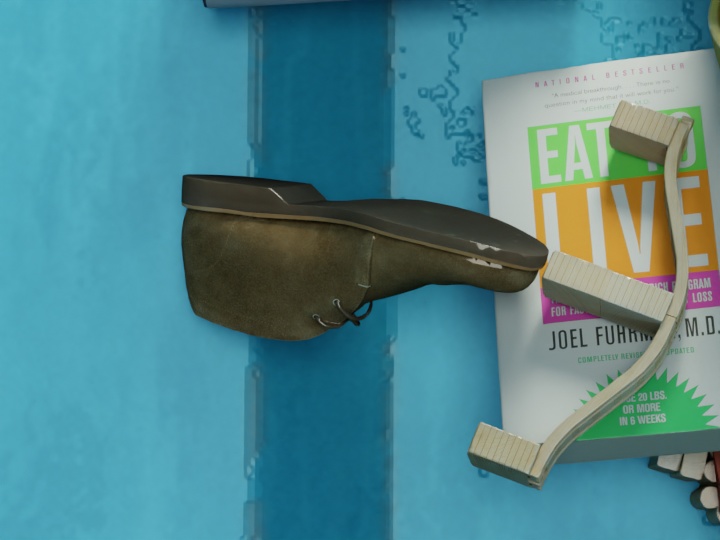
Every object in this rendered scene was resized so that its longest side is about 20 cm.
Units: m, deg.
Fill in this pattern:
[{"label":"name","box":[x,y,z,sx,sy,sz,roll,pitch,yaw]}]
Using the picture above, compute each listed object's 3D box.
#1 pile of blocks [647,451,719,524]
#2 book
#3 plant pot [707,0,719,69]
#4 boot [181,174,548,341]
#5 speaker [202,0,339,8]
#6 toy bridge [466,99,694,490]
[{"label":"pile of blocks","box":[0.182,0.086,1.289,0.082,0.062,0.200,-40,86,-3]},{"label":"book","box":[0.130,-0.006,1.278,0.133,0.048,0.201,-6,64,5]},{"label":"plant pot","box":[0.273,-0.068,1.252,0.199,0.200,0.142,-11,120,-1]},{"label":"boot","box":[0.000,0.000,1.278,0.199,0.074,0.076,8,95,30]},{"label":"speaker","box":[0.018,-0.176,1.309,0.199,0.081,0.082,-3,84,0]},{"label":"toy bridge","box":[0.119,0.012,1.233,0.067,0.027,0.200,20,71,15]}]
